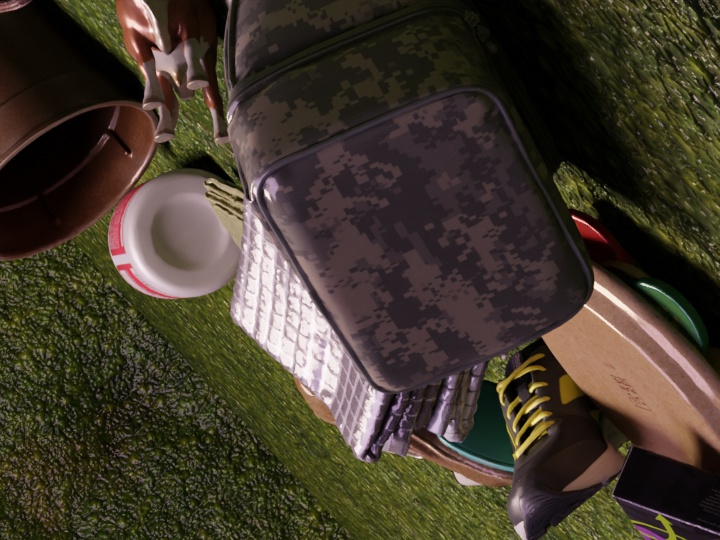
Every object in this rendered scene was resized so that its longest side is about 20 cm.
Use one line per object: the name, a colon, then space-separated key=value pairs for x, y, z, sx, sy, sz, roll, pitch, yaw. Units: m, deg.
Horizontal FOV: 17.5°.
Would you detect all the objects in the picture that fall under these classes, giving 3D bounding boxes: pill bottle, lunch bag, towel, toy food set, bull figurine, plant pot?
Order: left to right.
plant pot: x=-0.316 y=-0.149 z=2.092 sx=0.198 sy=0.200 sz=0.200 roll=52 pitch=172 yaw=22
bull figurine: x=-0.131 y=-0.161 z=1.559 sx=0.200 sy=0.065 sz=0.122 roll=56 pitch=-159 yaw=-73
pill bottle: x=-0.167 y=-0.031 z=2.101 sx=0.112 sy=0.112 sz=0.200 roll=48 pitch=170 yaw=-8
towel: x=-0.047 y=0.004 z=1.965 sx=0.200 sy=0.036 sz=0.148 roll=54 pitch=167 yaw=-31
towel: x=0.000 y=0.000 z=1.409 sx=0.166 sy=0.086 sz=0.200 roll=38 pitch=133 yaw=31
lunch bag: x=0.017 y=-0.067 z=1.164 sx=0.200 sy=0.139 sz=0.168 roll=57 pitch=-170 yaw=-45
toy food set: x=0.162 y=0.050 z=1.263 sx=0.198 sy=0.049 sz=0.200 roll=47 pitch=170 yaw=-1

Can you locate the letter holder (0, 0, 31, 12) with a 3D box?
letter holder: x=-0.214 y=-0.238 z=1.434 sx=0.101 sy=0.142 sz=0.200 roll=50 pitch=169 yaw=-19

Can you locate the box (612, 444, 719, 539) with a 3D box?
box: x=0.228 y=0.162 z=1.264 sx=0.143 sy=0.036 sz=0.200 roll=17 pitch=165 yaw=28

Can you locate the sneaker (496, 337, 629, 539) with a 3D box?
sneaker: x=0.108 y=0.093 z=1.371 sx=0.085 sy=0.074 sz=0.200 roll=48 pitch=-160 yaw=-2

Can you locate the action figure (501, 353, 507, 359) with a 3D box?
action figure: x=0.026 y=0.022 z=1.574 sx=0.200 sy=0.134 sz=0.149 roll=46 pitch=155 yaw=27

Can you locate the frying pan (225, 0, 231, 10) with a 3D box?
frying pan: x=-0.047 y=-0.136 z=1.245 sx=0.115 sy=0.031 sz=0.190 roll=-84 pitch=-18 yaw=-59

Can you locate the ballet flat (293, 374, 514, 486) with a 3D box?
ballet flat: x=0.048 y=0.102 z=1.504 sx=0.200 sy=0.068 sz=0.072 roll=18 pitch=145 yaw=17
